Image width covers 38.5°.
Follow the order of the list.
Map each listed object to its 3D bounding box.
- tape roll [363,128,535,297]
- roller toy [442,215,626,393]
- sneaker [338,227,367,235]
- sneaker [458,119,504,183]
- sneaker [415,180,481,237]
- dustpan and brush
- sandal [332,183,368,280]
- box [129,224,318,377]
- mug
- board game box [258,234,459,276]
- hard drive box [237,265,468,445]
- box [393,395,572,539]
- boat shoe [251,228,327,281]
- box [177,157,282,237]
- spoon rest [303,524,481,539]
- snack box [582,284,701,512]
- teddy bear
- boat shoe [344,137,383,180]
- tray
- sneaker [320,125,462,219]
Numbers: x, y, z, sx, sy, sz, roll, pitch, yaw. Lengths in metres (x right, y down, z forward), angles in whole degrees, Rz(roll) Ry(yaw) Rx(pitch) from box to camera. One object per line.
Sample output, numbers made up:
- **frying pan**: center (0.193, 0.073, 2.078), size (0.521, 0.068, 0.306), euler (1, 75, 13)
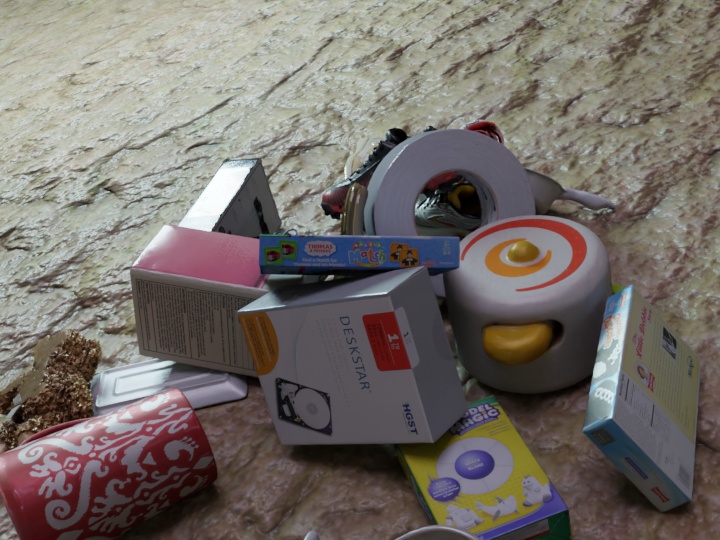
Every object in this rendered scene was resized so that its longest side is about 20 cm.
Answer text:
- **tape roll**: center (0.107, -0.070, 1.245), size (0.199, 0.201, 0.066), euler (-19, 8, -9)
- **roller toy**: center (0.183, 0.030, 1.130), size (0.199, 0.140, 0.182), euler (-30, 36, -22)
- **sneaker**: center (0.007, -0.026, 1.328), size (0.076, 0.084, 0.200), euler (-10, 33, 4)
- **sneaker**: center (0.166, -0.164, 1.423), size (0.108, 0.068, 0.201), euler (-21, -5, 43)
- **sneaker**: center (0.126, -0.088, 1.367), size (0.199, 0.082, 0.078), euler (12, 55, 36)
- **dustpan and brush**: center (0.237, -0.104, 1.364), size (0.199, 0.140, 0.057), euler (25, 81, 3)
- **sandal**: center (0.000, 0.000, 1.206), size (0.054, 0.201, 0.080), euler (6, 6, -10)
- **box**: center (-0.156, 0.037, 1.219), size (0.199, 0.128, 0.109), euler (9, 34, 10)
- **mug**: center (-0.267, 0.192, 1.054), size (0.199, 0.134, 0.178), euler (-23, 56, -21)
- **board game box**: center (-0.007, -0.014, 1.087), size (0.199, 0.037, 0.151), euler (1, -3, -5)
- **hard drive box**: center (-0.010, 0.090, 1.044), size (0.199, 0.157, 0.077), euler (-10, 13, 38)
- **box**: center (0.109, 0.197, 0.996), size (0.117, 0.049, 0.200), euler (-19, 32, -8)
- **boat shoe**: center (-0.095, -0.013, 1.313), size (0.075, 0.062, 0.200), euler (-53, 27, -19)
- **box**: center (-0.179, -0.054, 1.413), size (0.060, 0.117, 0.200), euler (-2, 36, 21)
- **spoon rest**: center (0.030, 0.264, 0.893), size (0.199, 0.100, 0.061), euler (-4, 12, 30)
- **snack box**: center (0.275, 0.117, 0.992), size (0.037, 0.116, 0.200), euler (-34, 18, 37)
- **teddy bear**: center (-0.371, 0.160, 1.216), size (0.145, 0.067, 0.200), euler (-28, 32, 13)
- **boat shoe**: center (0.023, -0.146, 1.511), size (0.069, 0.074, 0.200), euler (-11, 32, 15)
- **tray**: center (-0.234, 0.133, 1.238), size (0.199, 0.022, 0.108), euler (-13, 34, 2)
- **sneaker**: center (0.031, -0.130, 1.343), size (0.200, 0.098, 0.071), euler (-17, 15, 22)
